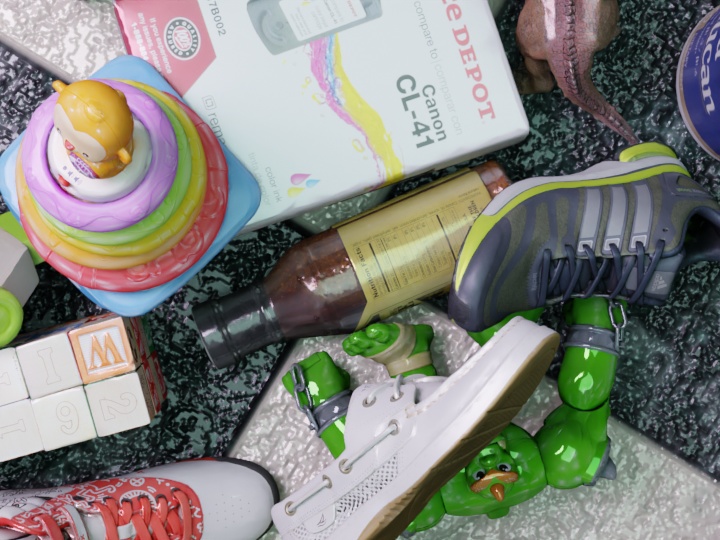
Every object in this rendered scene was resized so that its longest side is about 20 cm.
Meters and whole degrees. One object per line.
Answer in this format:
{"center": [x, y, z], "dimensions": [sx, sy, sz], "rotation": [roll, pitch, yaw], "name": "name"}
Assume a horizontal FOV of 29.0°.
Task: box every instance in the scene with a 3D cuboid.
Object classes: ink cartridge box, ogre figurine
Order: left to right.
{"center": [-0.023, -0.112, 0.795], "dimensions": [0.200, 0.086, 0.148], "rotation": [-19, 93, -1], "name": "ink cartridge box"}
{"center": [0.068, 0.082, 0.810], "dimensions": [0.200, 0.098, 0.120], "rotation": [-11, 75, -18], "name": "ogre figurine"}

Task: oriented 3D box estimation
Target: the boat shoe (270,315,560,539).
{"center": [0.020, 0.086, 0.735], "dimensions": [0.200, 0.071, 0.069], "rotation": [-48, 70, 20], "name": "boat shoe"}

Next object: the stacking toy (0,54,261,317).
{"center": [-0.116, -0.050, 0.647], "dimensions": [0.110, 0.200, 0.116], "rotation": [-42, 90, -8], "name": "stacking toy"}

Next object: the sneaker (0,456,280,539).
{"center": [-0.145, 0.152, 0.788], "dimensions": [0.201, 0.108, 0.067], "rotation": [-5, 93, -4], "name": "sneaker"}

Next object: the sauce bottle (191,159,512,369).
{"center": [0.000, 0.000, 0.814], "dimensions": [0.200, 0.066, 0.066], "rotation": [-23, 94, 0], "name": "sauce bottle"}

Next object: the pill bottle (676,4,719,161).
{"center": [0.251, -0.110, 0.755], "dimensions": [0.111, 0.200, 0.111], "rotation": [0, 92, -4], "name": "pill bottle"}

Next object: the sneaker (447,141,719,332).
{"center": [0.131, -0.012, 0.769], "dimensions": [0.200, 0.081, 0.074], "rotation": [-25, 137, -31], "name": "sneaker"}

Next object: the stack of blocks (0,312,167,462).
{"center": [-0.215, 0.075, 0.777], "dimensions": [0.200, 0.115, 0.059], "rotation": [-15, 94, -2], "name": "stack of blocks"}

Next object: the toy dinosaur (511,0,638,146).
{"center": [0.115, -0.163, 0.776], "dimensions": [0.086, 0.136, 0.200], "rotation": [-11, 94, -3], "name": "toy dinosaur"}

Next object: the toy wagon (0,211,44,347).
{"center": [-0.237, 0.011, 0.756], "dimensions": [0.200, 0.155, 0.040], "rotation": [-28, 123, -27], "name": "toy wagon"}
